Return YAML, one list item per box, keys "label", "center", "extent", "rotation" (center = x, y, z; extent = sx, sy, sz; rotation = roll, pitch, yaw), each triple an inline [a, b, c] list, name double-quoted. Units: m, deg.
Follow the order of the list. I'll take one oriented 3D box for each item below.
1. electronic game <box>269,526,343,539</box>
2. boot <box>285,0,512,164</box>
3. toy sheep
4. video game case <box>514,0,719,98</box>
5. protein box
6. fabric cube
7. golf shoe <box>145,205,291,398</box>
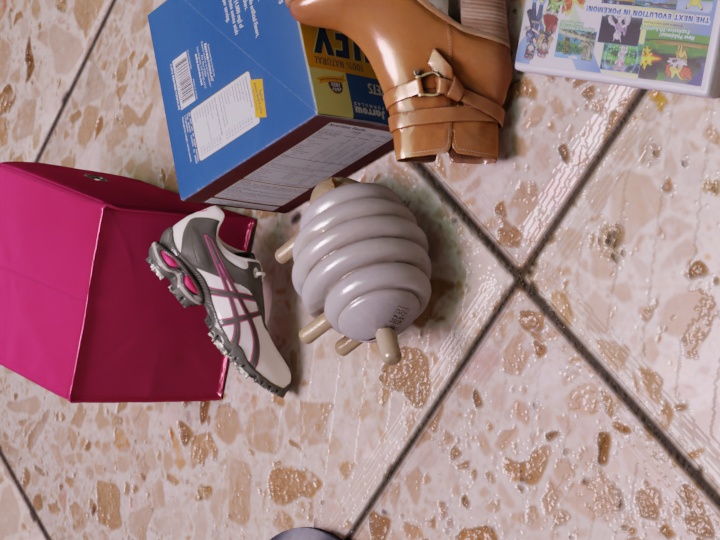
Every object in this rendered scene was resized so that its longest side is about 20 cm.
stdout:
- label: "electronic game"
  center: [-0.049, 0.341, 1.530]
  extent: [0.199, 0.041, 0.201]
  rotation: [-6, 82, 45]
- label: "boot"
  center: [0.032, -0.169, 1.402]
  extent: [0.077, 0.199, 0.156]
  rotation: [156, 117, -78]
- label: "toy sheep"
  center: [0.000, 0.000, 1.447]
  extent: [0.138, 0.137, 0.201]
  rotation: [-43, 55, 34]
- label: "video game case"
  center: [0.220, -0.241, 1.319]
  extent: [0.199, 0.022, 0.184]
  rotation: [16, 98, 44]
- label: "protein box"
  center: [-0.075, -0.186, 1.531]
  extent: [0.200, 0.134, 0.200]
  rotation: [-27, 68, 41]
- label: "fabric cube"
  center: [-0.256, 0.012, 1.657]
  extent: [0.199, 0.195, 0.201]
  rotation: [19, 100, 45]
- label: "golf shoe"
  center: [-0.116, 0.033, 1.558]
  extent: [0.088, 0.200, 0.077]
  rotation: [-39, 19, -7]
